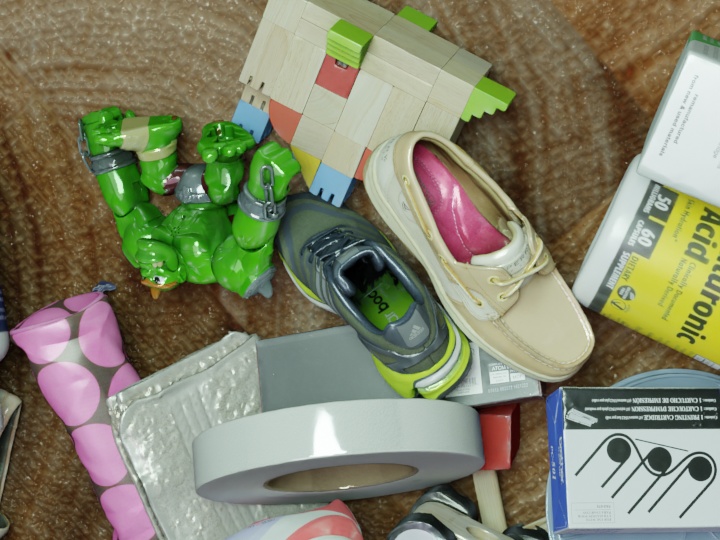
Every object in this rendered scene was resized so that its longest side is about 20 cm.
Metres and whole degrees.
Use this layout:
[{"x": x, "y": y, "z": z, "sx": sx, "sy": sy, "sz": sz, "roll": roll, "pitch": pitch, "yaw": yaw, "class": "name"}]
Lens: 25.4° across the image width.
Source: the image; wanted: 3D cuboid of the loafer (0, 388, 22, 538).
[{"x": -0.304, "y": 0.187, "z": 1.260, "sx": 0.063, "sy": 0.072, "sz": 0.201, "roll": 6, "pitch": 103, "yaw": 4, "class": "loafer"}]

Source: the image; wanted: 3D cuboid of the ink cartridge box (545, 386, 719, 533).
[{"x": 0.228, "y": 0.127, "z": 1.075, "sx": 0.199, "sy": 0.044, "sz": 0.094, "roll": 0, "pitch": 76, "yaw": -8, "class": "ink cartridge box"}]

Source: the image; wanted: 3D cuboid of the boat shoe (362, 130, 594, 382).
[{"x": 0.083, "y": -0.009, "z": 1.034, "sx": 0.200, "sy": 0.069, "sz": 0.074, "roll": 46, "pitch": 70, "yaw": -6, "class": "boat shoe"}]

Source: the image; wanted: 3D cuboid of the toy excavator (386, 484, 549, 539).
[{"x": 0.079, "y": 0.278, "z": 1.111, "sx": 0.194, "sy": 0.100, "sz": 0.201, "roll": 26, "pitch": 104, "yaw": 9, "class": "toy excavator"}]

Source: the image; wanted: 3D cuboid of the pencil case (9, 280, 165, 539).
[{"x": -0.187, "y": 0.114, "z": 1.203, "sx": 0.091, "sy": 0.094, "sz": 0.201, "roll": -27, "pitch": 99, "yaw": -27, "class": "pencil case"}]

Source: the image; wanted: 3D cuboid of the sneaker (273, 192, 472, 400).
[{"x": 0.000, "y": 0.000, "z": 1.082, "sx": 0.074, "sy": 0.081, "sz": 0.200, "roll": -40, "pitch": 51, "yaw": -9, "class": "sneaker"}]

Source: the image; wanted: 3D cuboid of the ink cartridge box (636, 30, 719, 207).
[{"x": 0.284, "y": -0.071, "z": 1.009, "sx": 0.199, "sy": 0.146, "sz": 0.084, "roll": 23, "pitch": 107, "yaw": 6, "class": "ink cartridge box"}]

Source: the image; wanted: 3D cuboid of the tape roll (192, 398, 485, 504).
[{"x": -0.014, "y": 0.126, "z": 1.092, "sx": 0.202, "sy": 0.203, "sz": 0.037, "roll": -11, "pitch": 73, "yaw": 16, "class": "tape roll"}]

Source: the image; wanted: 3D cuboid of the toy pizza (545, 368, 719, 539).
[{"x": 0.223, "y": 0.168, "z": 1.103, "sx": 0.199, "sy": 0.032, "sz": 0.201, "roll": 2, "pitch": 74, "yaw": -7, "class": "toy pizza"}]

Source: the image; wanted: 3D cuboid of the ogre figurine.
[{"x": -0.119, "y": -0.046, "z": 1.135, "sx": 0.199, "sy": 0.098, "sz": 0.120, "roll": 4, "pitch": 115, "yaw": 21, "class": "ogre figurine"}]

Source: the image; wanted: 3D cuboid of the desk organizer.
[{"x": 0.034, "y": 0.074, "z": 1.131, "sx": 0.199, "sy": 0.077, "sz": 0.072, "roll": -10, "pitch": 75, "yaw": 16, "class": "desk organizer"}]

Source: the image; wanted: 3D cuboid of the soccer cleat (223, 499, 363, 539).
[{"x": -0.092, "y": 0.218, "z": 1.125, "sx": 0.199, "sy": 0.073, "sz": 0.068, "roll": -19, "pitch": 119, "yaw": 7, "class": "soccer cleat"}]

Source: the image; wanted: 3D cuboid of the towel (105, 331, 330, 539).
[{"x": -0.095, "y": 0.155, "z": 1.178, "sx": 0.132, "sy": 0.034, "sz": 0.201, "roll": -28, "pitch": 100, "yaw": -26, "class": "towel"}]

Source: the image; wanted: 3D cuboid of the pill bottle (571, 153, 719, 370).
[{"x": 0.250, "y": 0.011, "z": 1.057, "sx": 0.200, "sy": 0.111, "sz": 0.112, "roll": 25, "pitch": 108, "yaw": 5, "class": "pill bottle"}]

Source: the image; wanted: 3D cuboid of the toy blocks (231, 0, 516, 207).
[{"x": -0.008, "y": -0.111, "z": 1.106, "sx": 0.200, "sy": 0.100, "sz": 0.137, "roll": 27, "pitch": 120, "yaw": 5, "class": "toy blocks"}]

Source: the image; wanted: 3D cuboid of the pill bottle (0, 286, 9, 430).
[{"x": -0.323, "y": 0.027, "z": 1.175, "sx": 0.119, "sy": 0.120, "sz": 0.201, "roll": -11, "pitch": 89, "yaw": 16, "class": "pill bottle"}]

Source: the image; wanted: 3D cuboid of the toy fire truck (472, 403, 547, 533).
[{"x": 0.143, "y": 0.196, "z": 1.162, "sx": 0.141, "sy": 0.049, "sz": 0.201, "roll": 6, "pitch": 105, "yaw": 12, "class": "toy fire truck"}]
